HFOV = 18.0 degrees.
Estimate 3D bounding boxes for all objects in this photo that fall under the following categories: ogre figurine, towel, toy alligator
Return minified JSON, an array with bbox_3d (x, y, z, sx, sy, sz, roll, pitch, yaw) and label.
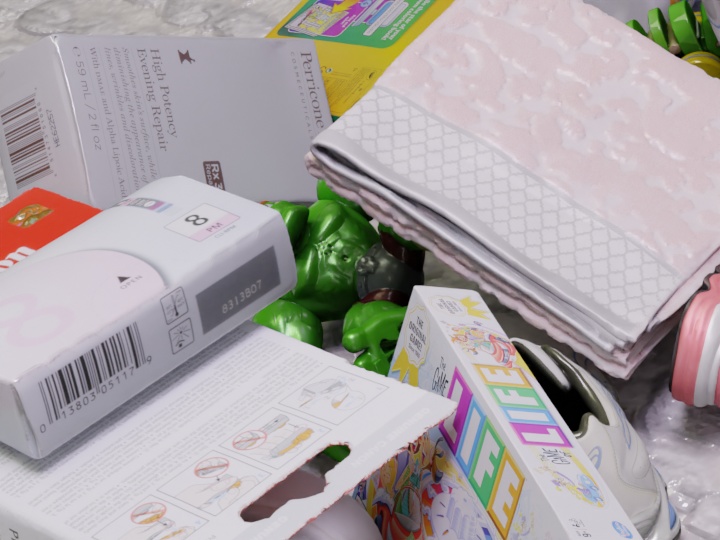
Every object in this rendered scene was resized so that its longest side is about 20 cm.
[{"bbox_3d":[0.000,0.000,1.192,0.120,0.098,0.201,4,83,51],"label":"ogre figurine"},{"bbox_3d":[0.102,-0.060,1.131,0.200,0.032,0.191,33,53,16],"label":"towel"},{"bbox_3d":[0.189,-0.130,1.259,0.200,0.054,0.059,-27,27,22],"label":"toy alligator"}]

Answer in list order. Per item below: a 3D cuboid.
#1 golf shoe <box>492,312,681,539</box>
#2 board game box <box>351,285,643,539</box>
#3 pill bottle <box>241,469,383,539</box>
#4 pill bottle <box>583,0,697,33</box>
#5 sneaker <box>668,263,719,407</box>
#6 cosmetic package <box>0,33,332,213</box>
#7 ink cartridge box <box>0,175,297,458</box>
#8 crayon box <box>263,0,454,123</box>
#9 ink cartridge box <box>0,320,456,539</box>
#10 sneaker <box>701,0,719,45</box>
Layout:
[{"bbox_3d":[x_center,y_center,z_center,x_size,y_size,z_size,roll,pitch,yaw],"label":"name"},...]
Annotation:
[{"bbox_3d":[0.086,0.057,1.072,0.078,0.097,0.200,-29,34,-6],"label":"golf shoe"},{"bbox_3d":[0.051,0.114,0.985,0.034,0.135,0.200,5,27,-22],"label":"board game box"},{"bbox_3d":[-0.061,0.183,0.970,0.112,0.113,0.200,-1,39,29],"label":"pill bottle"},{"bbox_3d":[0.186,-0.225,1.378,0.112,0.112,0.200,13,48,41],"label":"pill bottle"},{"bbox_3d":[0.227,0.009,1.097,0.087,0.074,0.200,25,53,23],"label":"sneaker"},{"bbox_3d":[-0.103,-0.074,1.254,0.074,0.102,0.200,-19,-8,43],"label":"cosmetic package"},{"bbox_3d":[-0.154,0.002,1.060,0.200,0.057,0.162,24,45,39],"label":"ink cartridge box"},{"bbox_3d":[0.014,-0.139,1.406,0.118,0.058,0.200,12,48,40],"label":"crayon box"},{"bbox_3d":[-0.080,0.086,0.999,0.200,0.057,0.162,23,44,38],"label":"ink cartridge box"},{"bbox_3d":[0.209,-0.131,1.183,0.075,0.201,0.087,-26,-11,20],"label":"sneaker"}]
